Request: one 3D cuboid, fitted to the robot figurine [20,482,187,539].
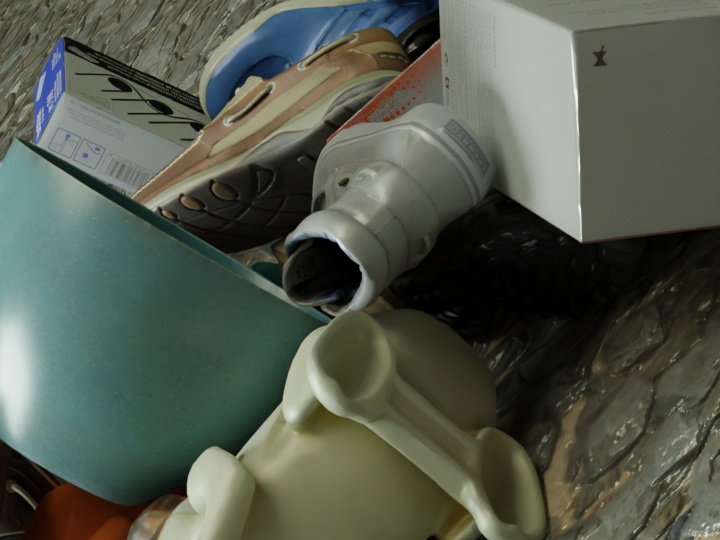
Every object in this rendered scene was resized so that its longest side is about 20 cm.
[{"bbox_3d":[-0.142,0.192,1.484,0.144,0.116,0.201,-26,35,50],"label":"robot figurine"}]

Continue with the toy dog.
[{"bbox_3d":[-0.030,0.113,1.355,0.200,0.139,0.194,-46,22,23],"label":"toy dog"}]

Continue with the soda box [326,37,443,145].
[{"bbox_3d":[0.075,-0.107,1.503,0.200,0.068,0.064,-41,-2,-1],"label":"soda box"}]

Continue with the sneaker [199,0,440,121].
[{"bbox_3d":[0.005,-0.114,1.640,0.199,0.077,0.111,-14,27,-2],"label":"sneaker"}]

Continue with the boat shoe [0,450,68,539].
[{"bbox_3d":[-0.197,0.132,1.572,0.071,0.200,0.064,-32,19,50],"label":"boat shoe"}]

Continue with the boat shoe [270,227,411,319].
[{"bbox_3d":[0.000,0.000,1.562,0.065,0.072,0.200,-42,15,1],"label":"boat shoe"}]

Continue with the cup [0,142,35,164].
[{"bbox_3d":[-0.210,0.038,1.835,0.200,0.143,0.201,-43,23,24],"label":"cup"}]

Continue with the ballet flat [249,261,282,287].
[{"bbox_3d":[-0.051,0.058,1.601,0.200,0.067,0.076,-108,37,-71],"label":"ballet flat"}]

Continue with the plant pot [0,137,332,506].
[{"bbox_3d":[-0.123,0.040,1.435,0.135,0.199,0.200,-60,21,0],"label":"plant pot"}]

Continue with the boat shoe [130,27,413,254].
[{"bbox_3d":[-0.049,-0.072,1.601,0.199,0.076,0.072,-26,50,20],"label":"boat shoe"}]

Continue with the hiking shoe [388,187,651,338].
[{"bbox_3d":[0.086,-0.030,1.420,0.200,0.076,0.101,-14,46,60],"label":"hiking shoe"}]

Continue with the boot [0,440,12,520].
[{"bbox_3d":[-0.218,0.086,1.469,0.146,0.070,0.202,110,154,-86],"label":"boot"}]

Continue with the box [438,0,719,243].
[{"bbox_3d":[0.125,-0.087,1.324,0.200,0.124,0.098,-139,45,-69],"label":"box"}]

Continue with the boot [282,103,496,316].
[{"bbox_3d":[-0.007,-0.022,1.385,0.096,0.074,0.200,-42,2,-18],"label":"boot"}]

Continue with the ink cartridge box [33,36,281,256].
[{"bbox_3d":[-0.099,-0.067,1.685,0.044,0.199,0.094,-60,18,19],"label":"ink cartridge box"}]
